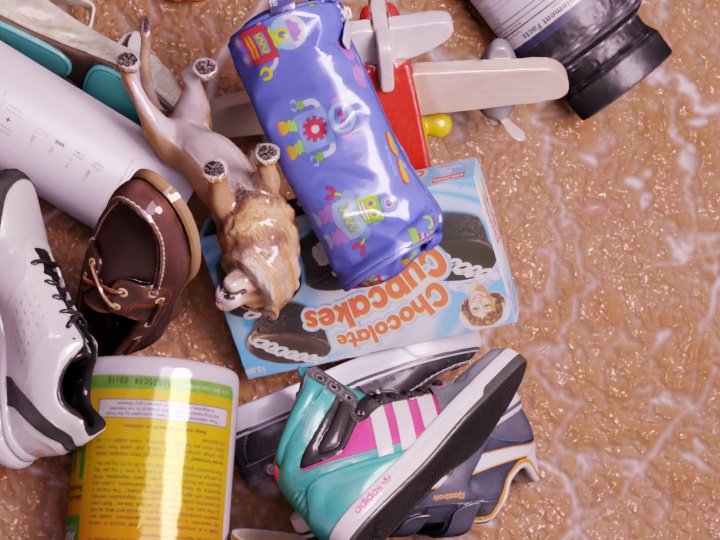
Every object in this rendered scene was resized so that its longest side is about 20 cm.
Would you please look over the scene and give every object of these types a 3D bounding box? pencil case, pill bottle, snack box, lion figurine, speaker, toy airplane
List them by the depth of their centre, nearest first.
[{"bbox_3d":[-0.014,-0.089,1.545,0.087,0.078,0.200,-25,91,20],"label":"pencil case"},{"bbox_3d":[-0.100,-0.069,1.574,0.072,0.123,0.200,-23,60,-12],"label":"lion figurine"},{"bbox_3d":[-0.144,0.164,1.591,0.111,0.111,0.201,7,79,-16],"label":"pill bottle"},{"bbox_3d":[-0.211,-0.089,1.626,0.200,0.081,0.081,31,74,-10],"label":"speaker"},{"bbox_3d":[0.000,0.000,1.628,0.200,0.037,0.116,-13,115,11],"label":"snack box"},{"bbox_3d":[0.017,-0.121,1.665,0.200,0.141,0.199,34,112,-21],"label":"toy airplane"},{"bbox_3d":[0.138,-0.216,1.737,0.112,0.112,0.200,-39,94,-19],"label":"pill bottle"}]

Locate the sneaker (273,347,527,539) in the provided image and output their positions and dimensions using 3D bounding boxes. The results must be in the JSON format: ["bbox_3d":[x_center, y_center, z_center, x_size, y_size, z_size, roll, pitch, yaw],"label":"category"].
[{"bbox_3d":[0.013,0.098,1.595,0.121,0.084,0.200,37,58,20],"label":"sneaker"}]

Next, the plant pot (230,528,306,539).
[{"bbox_3d":[-0.022,0.296,1.588,0.187,0.187,0.200,15,90,-14],"label":"plant pot"}]

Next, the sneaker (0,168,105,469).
[{"bbox_3d":[-0.212,0.029,1.563,0.080,0.074,0.201,-10,86,26],"label":"sneaker"}]

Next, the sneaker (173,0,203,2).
[{"bbox_3d":[-0.154,-0.288,1.681,0.092,0.076,0.200,-39,95,-23],"label":"sneaker"}]

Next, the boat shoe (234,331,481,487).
[{"bbox_3d":[0.002,0.097,1.665,0.199,0.074,0.068,-21,85,-18],"label":"boat shoe"}]

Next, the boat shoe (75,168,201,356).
[{"bbox_3d":[-0.154,0.006,1.567,0.070,0.200,0.070,43,64,16],"label":"boat shoe"}]

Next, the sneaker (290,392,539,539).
[{"bbox_3d":[0.048,0.158,1.661,0.200,0.078,0.080,-27,94,-26],"label":"sneaker"}]

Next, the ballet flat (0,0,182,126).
[{"bbox_3d":[-0.187,-0.156,1.651,0.200,0.067,0.062,31,63,-8],"label":"ballet flat"}]
